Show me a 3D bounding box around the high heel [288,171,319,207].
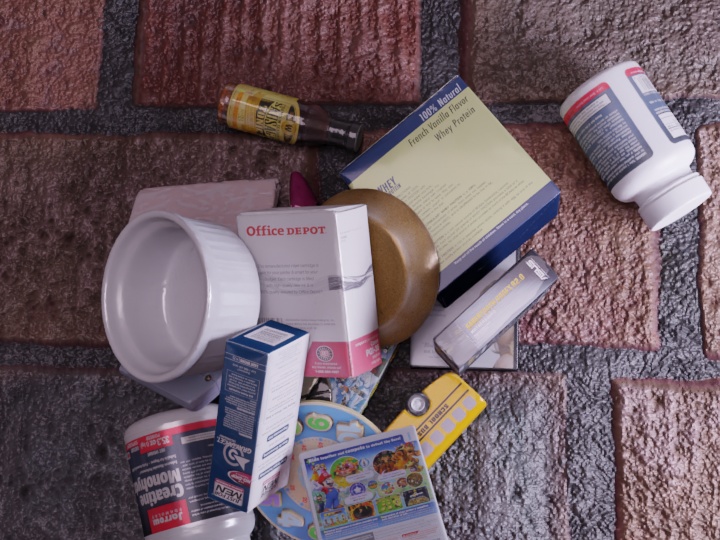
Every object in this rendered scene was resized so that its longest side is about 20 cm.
[{"bbox_3d":[-0.031,-0.045,1.565,0.096,0.067,0.201,-17,91,11],"label":"high heel"}]

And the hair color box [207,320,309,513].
[{"bbox_3d":[-0.120,0.168,1.369,0.060,0.100,0.201,16,108,23],"label":"hair color box"}]

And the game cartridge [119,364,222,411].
[{"bbox_3d":[-0.197,0.080,1.496,0.133,0.041,0.200,23,61,23],"label":"game cartridge"}]

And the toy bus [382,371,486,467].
[{"bbox_3d":[0.066,0.218,1.503,0.078,0.065,0.200,42,86,11],"label":"toy bus"}]

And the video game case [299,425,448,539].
[{"bbox_3d":[0.018,0.281,1.339,0.143,0.018,0.200,-14,54,-3],"label":"video game case"}]

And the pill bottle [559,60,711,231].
[{"bbox_3d":[0.357,-0.157,1.512,0.119,0.120,0.200,-30,77,0],"label":"pill bottle"}]

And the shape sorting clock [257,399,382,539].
[{"bbox_3d":[-0.049,0.253,1.446,0.199,0.039,0.201,3,109,8],"label":"shape sorting clock"}]

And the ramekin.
[{"bbox_3d":[-0.211,0.031,1.396,0.200,0.098,0.201,-3,86,41],"label":"ramekin"}]

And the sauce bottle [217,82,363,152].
[{"bbox_3d":[-0.095,-0.207,1.605,0.199,0.066,0.066,14,81,11],"label":"sauce bottle"}]

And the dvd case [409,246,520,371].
[{"bbox_3d":[0.139,0.032,1.553,0.142,0.018,0.201,1,79,8],"label":"dvd case"}]

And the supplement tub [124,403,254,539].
[{"bbox_3d":[-0.213,0.280,1.486,0.140,0.140,0.201,-16,77,4],"label":"supplement tub"}]

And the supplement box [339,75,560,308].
[{"bbox_3d":[0.116,-0.097,1.502,0.200,0.134,0.200,-40,78,-1],"label":"supplement box"}]

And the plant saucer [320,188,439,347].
[{"bbox_3d":[0.000,0.000,1.444,0.200,0.035,0.201,6,102,29],"label":"plant saucer"}]

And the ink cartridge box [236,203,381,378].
[{"bbox_3d":[-0.061,0.022,1.413,0.146,0.083,0.201,0,99,30],"label":"ink cartridge box"}]

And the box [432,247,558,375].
[{"bbox_3d":[0.161,0.055,1.435,0.158,0.200,0.048,-42,81,-1],"label":"box"}]

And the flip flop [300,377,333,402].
[{"bbox_3d":[-0.068,0.214,1.488,0.081,0.058,0.201,0,108,10],"label":"flip flop"}]

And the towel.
[{"bbox_3d":[-0.212,-0.051,1.560,0.199,0.032,0.191,-3,43,6],"label":"towel"}]

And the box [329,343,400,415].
[{"bbox_3d":[-0.044,0.129,1.524,0.137,0.040,0.200,30,97,11],"label":"box"}]
